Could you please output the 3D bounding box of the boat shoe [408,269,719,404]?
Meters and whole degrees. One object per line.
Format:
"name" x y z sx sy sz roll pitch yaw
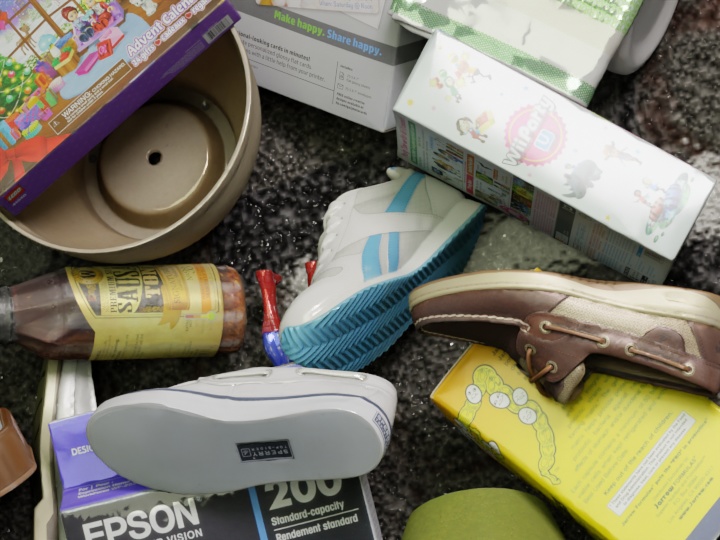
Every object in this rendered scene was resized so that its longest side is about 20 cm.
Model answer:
"boat shoe" 0.125 0.045 1.566 0.199 0.072 0.072 5 74 8

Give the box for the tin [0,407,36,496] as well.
"tin" -0.270 0.133 1.684 0.112 0.200 0.042 -23 96 -8

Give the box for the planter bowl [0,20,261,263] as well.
"planter bowl" -0.153 -0.092 1.748 0.199 0.135 0.201 -3 75 12

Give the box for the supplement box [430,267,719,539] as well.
"supplement box" 0.160 0.109 1.633 0.200 0.109 0.110 38 86 20

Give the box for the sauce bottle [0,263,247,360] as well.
"sauce bottle" -0.177 0.029 1.713 0.199 0.066 0.066 -2 72 -20

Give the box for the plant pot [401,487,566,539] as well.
"plant pot" 0.080 0.245 1.592 0.186 0.187 0.201 -11 60 10

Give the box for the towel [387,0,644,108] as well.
"towel" 0.126 -0.217 1.655 0.149 0.031 0.201 28 87 15

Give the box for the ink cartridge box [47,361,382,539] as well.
"ink cartridge box" -0.088 0.172 1.659 0.197 0.043 0.201 -14 91 0

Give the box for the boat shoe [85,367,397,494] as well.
"boat shoe" -0.072 0.096 1.623 0.199 0.074 0.065 2 31 15

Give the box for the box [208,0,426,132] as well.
"box" -0.022 -0.211 1.729 0.156 0.041 0.201 23 116 29

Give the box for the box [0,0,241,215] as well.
"box" -0.197 -0.152 1.683 0.200 0.039 0.137 -41 69 0

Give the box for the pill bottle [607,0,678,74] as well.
"pill bottle" 0.112 -0.217 1.730 0.199 0.114 0.115 23 81 18

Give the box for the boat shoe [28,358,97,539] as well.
"boat shoe" -0.187 0.135 1.734 0.068 0.075 0.201 3 70 -11

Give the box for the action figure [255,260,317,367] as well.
"action figure" -0.032 0.098 1.714 0.065 0.052 0.201 -8 78 17

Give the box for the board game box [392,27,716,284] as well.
"board game box" 0.121 -0.067 1.650 0.199 0.148 0.064 28 83 6

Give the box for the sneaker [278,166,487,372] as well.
"sneaker" 0.000 0.000 1.680 0.081 0.077 0.200 31 40 18
